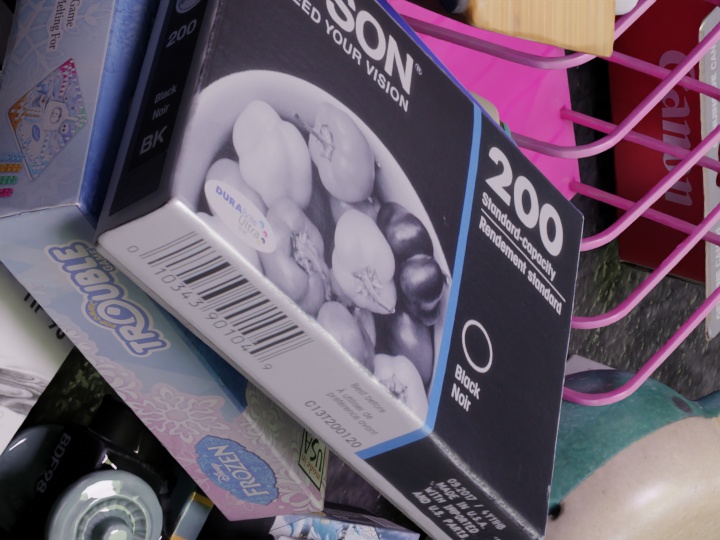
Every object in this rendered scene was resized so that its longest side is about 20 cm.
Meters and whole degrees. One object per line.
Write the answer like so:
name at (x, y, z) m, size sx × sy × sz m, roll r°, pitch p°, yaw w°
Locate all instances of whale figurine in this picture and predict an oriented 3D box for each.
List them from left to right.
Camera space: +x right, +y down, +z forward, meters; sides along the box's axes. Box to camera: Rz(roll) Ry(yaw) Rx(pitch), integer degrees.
whale figurine at (0.128, 0.106, 1.040) m, size 0.159 × 0.104 × 0.200 m, roll -49°, pitch 154°, yaw 19°

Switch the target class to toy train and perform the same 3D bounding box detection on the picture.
toy train at (-0.107, 0.148, 0.812) m, size 0.114 × 0.085 × 0.201 m, roll 29°, pitch 86°, yaw -36°

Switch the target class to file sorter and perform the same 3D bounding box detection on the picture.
file sorter at (0.092, -0.062, 0.961) m, size 0.139 × 0.125 × 0.201 m, roll -43°, pitch 139°, yaw -32°

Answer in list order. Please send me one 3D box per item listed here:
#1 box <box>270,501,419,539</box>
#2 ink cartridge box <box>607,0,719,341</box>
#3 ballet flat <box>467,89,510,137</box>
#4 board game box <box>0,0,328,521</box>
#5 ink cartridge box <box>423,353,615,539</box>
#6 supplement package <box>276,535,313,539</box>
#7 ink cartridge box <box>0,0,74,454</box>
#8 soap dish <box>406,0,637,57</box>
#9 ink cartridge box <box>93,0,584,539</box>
box at (-0.060, 0.167, 0.949) m, size 0.200 × 0.040 × 0.138 m, roll 20°, pitch 90°, yaw -56°
ink cartridge box at (0.182, -0.095, 1.097) m, size 0.176 × 0.084 × 0.201 m, roll -45°, pitch 140°, yaw -39°
ballet flat at (0.000, 0.000, 0.912) m, size 0.069 × 0.069 × 0.201 m, roll -26°, pitch 149°, yaw -46°
board game box at (-0.057, -0.046, 0.753) m, size 0.200 × 0.043 × 0.200 m, roll 57°, pitch 32°, yaw -51°
ink cartridge box at (0.095, 0.158, 1.135) m, size 0.200 × 0.068 × 0.116 m, roll -48°, pitch 140°, yaw -27°
supplement package at (0.015, 0.203, 0.840) m, size 0.200 × 0.151 × 0.151 m, roll 61°, pitch 53°, yaw -81°
ink cartridge box at (-0.150, -0.001, 0.706) m, size 0.200 × 0.066 × 0.116 m, roll -58°, pitch 145°, yaw -17°
soap dish at (0.034, -0.189, 0.785) m, size 0.081 × 0.157 × 0.201 m, roll -15°, pitch 117°, yaw -29°
ink cartridge box at (0.005, -0.034, 0.722) m, size 0.198 × 0.043 × 0.201 m, roll 43°, pitch 40°, yaw -35°
